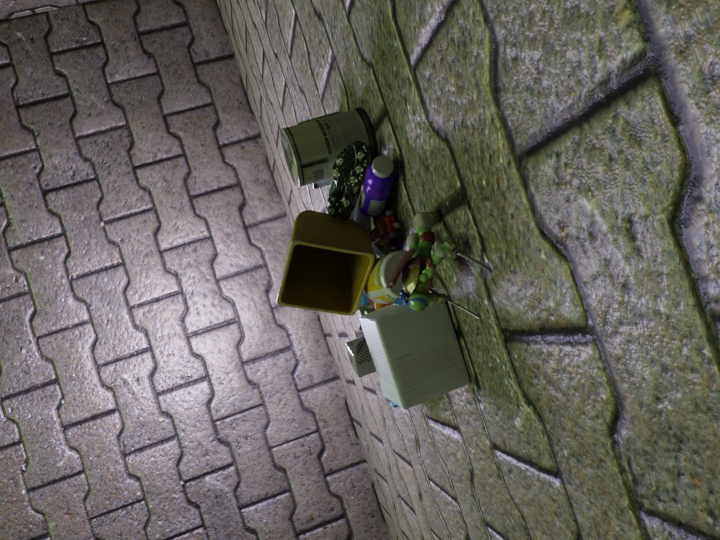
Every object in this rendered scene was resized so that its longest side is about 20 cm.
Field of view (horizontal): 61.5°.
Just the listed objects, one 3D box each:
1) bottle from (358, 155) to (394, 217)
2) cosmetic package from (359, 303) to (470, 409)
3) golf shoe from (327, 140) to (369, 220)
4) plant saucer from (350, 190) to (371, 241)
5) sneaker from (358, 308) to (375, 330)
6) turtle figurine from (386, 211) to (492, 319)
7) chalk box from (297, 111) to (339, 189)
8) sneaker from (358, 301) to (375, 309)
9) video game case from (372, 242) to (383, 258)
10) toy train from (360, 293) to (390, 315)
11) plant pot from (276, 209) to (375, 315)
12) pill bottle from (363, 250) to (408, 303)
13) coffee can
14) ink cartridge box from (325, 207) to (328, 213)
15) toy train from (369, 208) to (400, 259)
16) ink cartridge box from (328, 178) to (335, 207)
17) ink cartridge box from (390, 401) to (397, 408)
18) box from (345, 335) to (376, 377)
[{"bbox_3d":[0.038,-0.195,1.389,0.200,0.065,0.084,109,172,-70],"label":"bottle"},{"bbox_3d":[0.116,0.175,1.351,0.167,0.166,0.201,178,74,-77],"label":"cosmetic package"},{"bbox_3d":[-0.026,-0.218,1.425,0.088,0.077,0.201,-54,-13,-58],"label":"golf shoe"},{"bbox_3d":[0.000,-0.115,1.578,0.200,0.050,0.201,-2,-90,-85],"label":"plant saucer"},{"bbox_3d":[0.038,0.163,1.812,0.201,0.090,0.067,59,175,16],"label":"sneaker"},{"bbox_3d":[0.154,-0.006,1.145,0.144,0.199,0.195,53,-152,-48],"label":"turtle figurine"},{"bbox_3d":[-0.096,-0.345,1.670,0.200,0.124,0.124,95,154,-59],"label":"chalk box"},{"bbox_3d":[-0.018,0.059,1.647,0.078,0.199,0.100,19,115,49],"label":"sneaker"},{"bbox_3d":[0.060,0.027,1.744,0.182,0.023,0.201,-128,25,-60],"label":"video game case"},{"bbox_3d":[0.063,0.118,1.631,0.085,0.115,0.201,-128,24,-60],"label":"toy train"},{"bbox_3d":[-0.091,-0.039,1.467,0.200,0.194,0.195,-98,22,-51],"label":"plant pot"},{"bbox_3d":[0.068,0.020,1.428,0.200,0.112,0.113,157,95,-71],"label":"pill bottle"},{"bbox_3d":[-0.078,-0.298,1.466,0.146,0.199,0.147,163,90,-78],"label":"coffee can"},{"bbox_3d":[-0.027,-0.079,1.828,0.176,0.083,0.201,-125,20,-59],"label":"ink cartridge box"},{"bbox_3d":[0.065,-0.060,1.515,0.150,0.055,0.201,-137,31,-67],"label":"toy train"},{"bbox_3d":[-0.050,-0.199,1.612,0.104,0.059,0.201,94,-175,-59],"label":"ink cartridge box"},{"bbox_3d":[0.114,0.293,1.727,0.200,0.084,0.147,102,148,-66],"label":"ink cartridge box"},{"bbox_3d":[0.070,0.190,1.498,0.082,0.199,0.069,-136,31,-65],"label":"box"}]
